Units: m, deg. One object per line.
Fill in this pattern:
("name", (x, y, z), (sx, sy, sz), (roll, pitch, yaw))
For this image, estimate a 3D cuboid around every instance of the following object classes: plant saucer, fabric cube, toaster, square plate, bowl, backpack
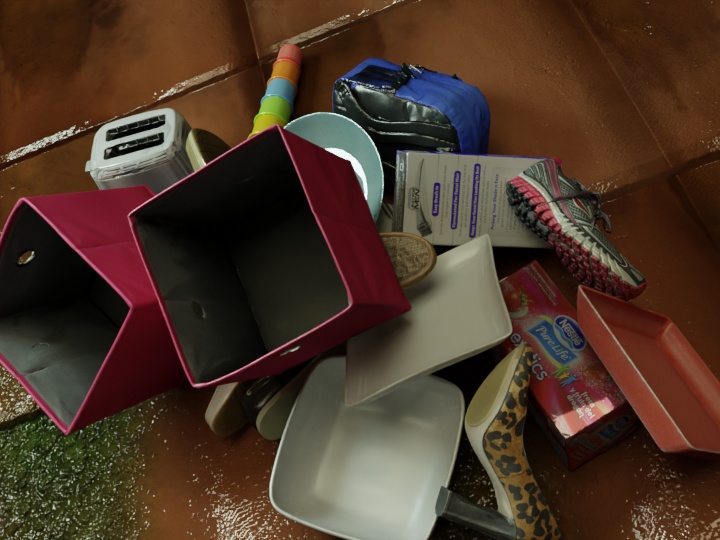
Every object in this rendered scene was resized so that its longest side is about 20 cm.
("plant saucer", (0.315, 0.116, 0.865), (0.037, 0.198, 0.201), (-49, 47, 26))
("fabric cube", (-0.306, 0.036, 1.020), (0.199, 0.199, 0.198), (41, 115, 16))
("toaster", (-0.307, -0.157, 1.259), (0.196, 0.130, 0.115), (-12, 56, 10))
("fabric cube", (-0.089, -0.006, 0.902), (0.194, 0.199, 0.203), (-27, 78, 16))
("square plate", (0.072, 0.057, 0.948), (0.196, 0.029, 0.201), (-26, 29, 16))
("bowl", (0.013, 0.208, 0.952), (0.196, 0.075, 0.203), (11, 64, 18))
("backpack", (0.080, -0.198, 1.140), (0.198, 0.164, 0.168), (22, 48, 30))
("plant saucer", (-0.051, -0.098, 1.079), (0.198, 0.039, 0.205), (-3, 83, 27))

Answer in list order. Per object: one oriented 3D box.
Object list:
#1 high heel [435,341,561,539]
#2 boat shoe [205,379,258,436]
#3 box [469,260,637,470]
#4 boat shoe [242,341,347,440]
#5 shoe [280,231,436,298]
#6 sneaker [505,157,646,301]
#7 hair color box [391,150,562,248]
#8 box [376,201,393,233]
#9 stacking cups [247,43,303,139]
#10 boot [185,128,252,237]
("high heel", (0.176, 0.187, 0.877), (0.141, 0.071, 0.203), (23, 91, -12))
("boat shoe", (-0.144, 0.117, 1.073), (0.068, 0.071, 0.201), (17, 57, 27))
("box", (0.215, 0.104, 0.943), (0.095, 0.100, 0.201), (-30, 54, -3))
("boat shoe", (-0.057, 0.121, 1.036), (0.200, 0.074, 0.063), (-37, 40, -15))
("shoe", (0.000, 0.000, 1.004), (0.197, 0.053, 0.071), (-13, 82, 21))
("sneaker", (0.249, -0.051, 0.946), (0.074, 0.081, 0.201), (-34, 64, -7))
("hair color box", (0.141, -0.087, 1.036), (0.196, 0.111, 0.065), (2, 10, -12))
("box", (-0.022, -0.061, 1.136), (0.198, 0.083, 0.069), (21, 66, 26))
("stacking cups", (-0.130, -0.269, 1.321), (0.059, 0.061, 0.203), (-3, 54, 16))
("boot", (-0.206, -0.071, 1.116), (0.155, 0.071, 0.202), (-45, 64, 32))
